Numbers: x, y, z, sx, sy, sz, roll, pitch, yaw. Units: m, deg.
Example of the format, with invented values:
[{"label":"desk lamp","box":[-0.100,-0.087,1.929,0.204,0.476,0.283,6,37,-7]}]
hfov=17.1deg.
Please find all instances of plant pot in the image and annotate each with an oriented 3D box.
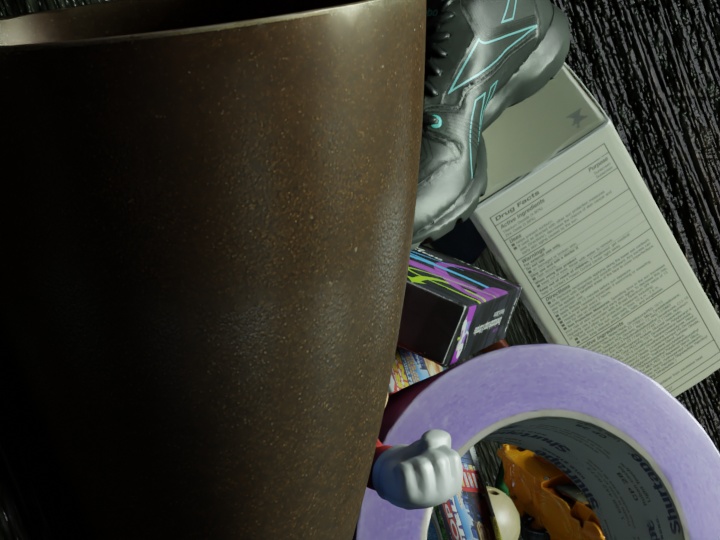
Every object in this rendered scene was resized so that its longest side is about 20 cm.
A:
[{"label":"plant pot","box":[-0.058,0.006,0.857,0.187,0.186,0.201,-52,137,-76]}]

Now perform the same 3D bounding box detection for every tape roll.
[{"label":"tape roll","box":[0.077,0.139,1.124,0.085,0.199,0.201,-30,-102,66]}]

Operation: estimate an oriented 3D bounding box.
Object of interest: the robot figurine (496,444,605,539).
[{"label":"robot figurine","box":[0.146,0.165,1.280,0.200,0.058,0.146,29,-48,54]}]

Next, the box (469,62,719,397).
[{"label":"box","box":[0.126,-0.011,1.341,0.200,0.095,0.078,57,3,-38]}]

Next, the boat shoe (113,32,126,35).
[{"label":"boat shoe","box":[-0.088,-0.055,1.023,0.200,0.068,0.085,6,65,-77]}]

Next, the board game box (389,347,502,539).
[{"label":"board game box","box":[0.014,0.097,1.273,0.200,0.061,0.201,26,46,-73]}]

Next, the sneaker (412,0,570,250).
[{"label":"sneaker","box":[0.031,-0.086,1.136,0.200,0.075,0.080,-58,134,-39]}]

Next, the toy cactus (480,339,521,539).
[{"label":"toy cactus","box":[0.088,0.125,1.430,0.165,0.199,0.102,-54,169,-25]}]

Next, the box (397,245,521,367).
[{"label":"box","box":[0.000,0.000,1.206,0.200,0.142,0.036,-6,118,-79]}]

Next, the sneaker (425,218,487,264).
[{"label":"sneaker","box":[0.033,-0.057,1.454,0.070,0.082,0.200,54,-2,-36]}]

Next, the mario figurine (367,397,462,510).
[{"label":"mario figurine","box":[-0.028,0.053,1.018,0.123,0.106,0.201,44,30,-27]}]
